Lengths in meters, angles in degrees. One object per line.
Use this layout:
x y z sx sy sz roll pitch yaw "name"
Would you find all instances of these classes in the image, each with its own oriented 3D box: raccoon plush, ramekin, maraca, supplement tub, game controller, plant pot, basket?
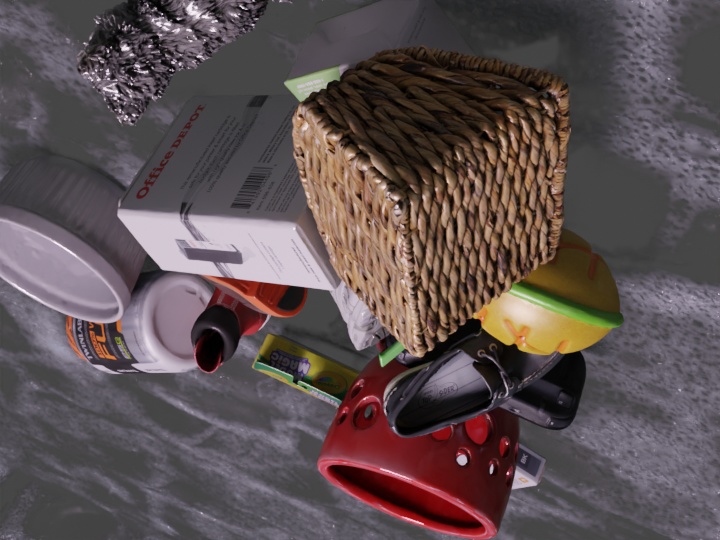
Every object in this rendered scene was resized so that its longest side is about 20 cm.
-0.120 -0.181 0.811 0.198 0.135 0.097 -6 139 46 "raccoon plush"
-0.331 -0.039 1.278 0.198 0.106 0.201 20 152 11 "ramekin"
0.131 0.005 0.965 0.199 0.108 0.136 26 -173 34 "maraca"
-0.271 0.065 1.391 0.199 0.124 0.122 -8 139 46 "supplement tub"
0.124 0.080 1.104 0.198 0.105 0.042 24 129 4 "game controller"
0.077 0.159 1.182 0.198 0.184 0.201 21 160 8 "plant pot"
0.049 -0.067 0.804 0.143 0.148 0.201 46 162 31 "basket"

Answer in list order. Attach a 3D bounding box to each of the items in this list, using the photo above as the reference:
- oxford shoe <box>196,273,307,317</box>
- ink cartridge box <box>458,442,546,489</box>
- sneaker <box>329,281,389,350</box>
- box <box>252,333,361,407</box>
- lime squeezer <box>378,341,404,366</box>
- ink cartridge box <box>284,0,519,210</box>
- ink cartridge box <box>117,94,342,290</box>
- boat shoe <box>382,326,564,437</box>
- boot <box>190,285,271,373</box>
-0.142 -0.016 1.093 0.072 0.072 0.200 -3 142 50 "oxford shoe"
0.100 0.220 1.438 0.199 0.044 0.198 32 152 -18 "ink cartridge box"
0.000 0.000 0.995 0.100 0.077 0.200 54 161 13 "sneaker"
-0.059 0.115 1.305 0.116 0.049 0.200 24 179 1 "box"
0.110 0.037 1.044 0.197 0.072 0.038 -13 -166 -3 "lime squeezer"
0.052 -0.109 0.868 0.116 0.068 0.200 -5 139 43 "ink cartridge box"
-0.086 -0.071 0.963 0.198 0.145 0.084 6 144 34 "ink cartridge box"
0.106 0.095 1.024 0.197 0.066 0.075 -23 103 15 "boat shoe"
-0.148 0.061 1.257 0.072 0.146 0.201 21 154 2 "boot"
